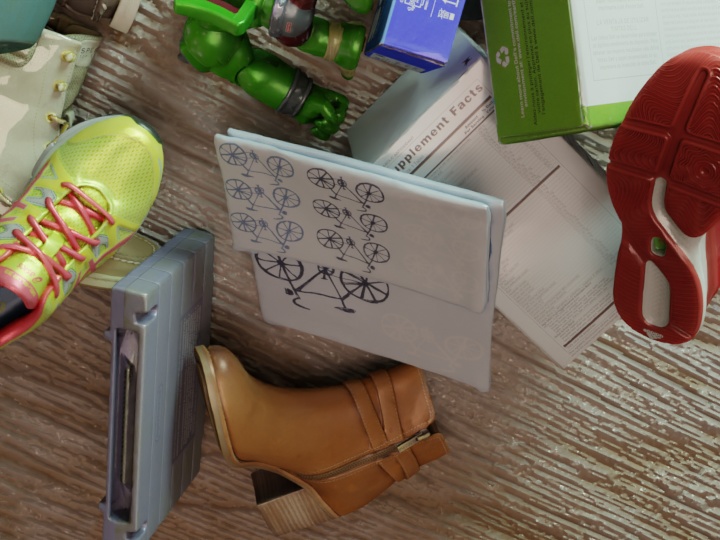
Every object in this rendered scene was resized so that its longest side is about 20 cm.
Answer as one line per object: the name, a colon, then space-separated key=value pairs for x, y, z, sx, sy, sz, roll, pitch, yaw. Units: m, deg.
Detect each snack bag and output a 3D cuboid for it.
snack bag: x=0.000 y=0.000 z=0.791 sx=0.188 sy=0.021 sz=0.200 roll=16 pitch=143 yaw=15

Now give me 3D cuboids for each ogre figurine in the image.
ogre figurine: x=-0.050 y=-0.177 z=0.748 sx=0.120 sy=0.098 sz=0.200 roll=13 pitch=155 yaw=-4

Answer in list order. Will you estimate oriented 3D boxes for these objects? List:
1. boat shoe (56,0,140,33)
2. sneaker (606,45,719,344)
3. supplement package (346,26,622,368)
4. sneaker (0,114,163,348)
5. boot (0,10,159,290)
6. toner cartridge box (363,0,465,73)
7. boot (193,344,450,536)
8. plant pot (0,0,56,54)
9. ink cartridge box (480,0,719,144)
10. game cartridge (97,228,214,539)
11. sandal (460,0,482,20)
boat shoe: x=-0.140 y=-0.248 z=0.732 sx=0.059 sy=0.072 sz=0.200 roll=17 pitch=115 yaw=-15
sneaker: x=0.202 y=-0.062 z=0.708 sx=0.078 sy=0.116 sz=0.200 roll=25 pitch=138 yaw=22
supplement package: x=0.101 y=-0.052 z=0.808 sx=0.114 sy=0.110 sz=0.200 roll=-43 pitch=109 yaw=13
sneaker: x=-0.194 y=-0.011 z=0.736 sx=0.078 sy=0.090 sz=0.200 roll=41 pitch=95 yaw=-19
boot: x=-0.202 y=-0.085 z=0.794 sx=0.200 sy=0.072 sz=0.155 roll=27 pitch=105 yaw=-14
toner cartridge box: x=0.053 y=-0.223 z=0.717 sx=0.043 sy=0.095 sz=0.200 roll=15 pitch=95 yaw=-8
boot: x=-0.026 y=0.100 z=0.876 sx=0.155 sy=0.074 sz=0.200 roll=-24 pitch=132 yaw=-1
plant pot: x=-0.252 y=-0.198 z=0.653 sx=0.200 sy=0.201 sz=0.161 roll=-4 pitch=97 yaw=-3
ink cartridge box: x=0.145 y=-0.185 z=0.712 sx=0.148 sy=0.076 sz=0.200 roll=-12 pitch=95 yaw=-37
game cartridge: x=-0.141 y=0.082 z=0.835 sx=0.038 sy=0.130 sz=0.200 roll=9 pitch=112 yaw=7
sandal: x=0.129 y=-0.204 z=0.782 sx=0.200 sy=0.048 sz=0.075 roll=-5 pitch=113 yaw=-4
